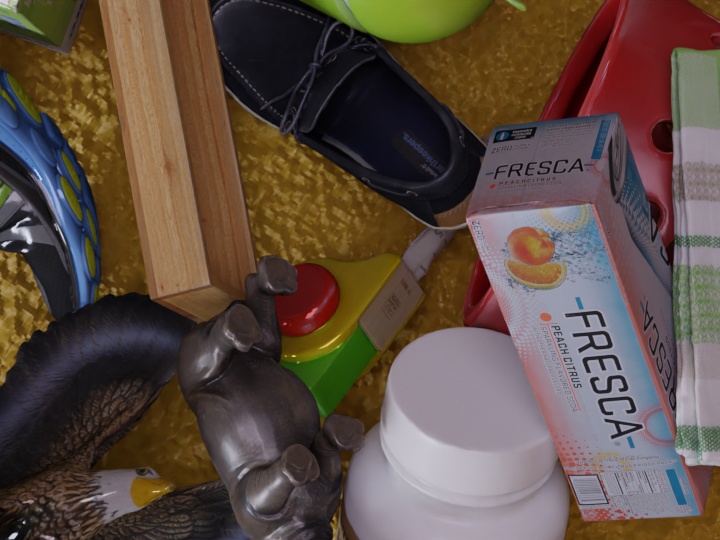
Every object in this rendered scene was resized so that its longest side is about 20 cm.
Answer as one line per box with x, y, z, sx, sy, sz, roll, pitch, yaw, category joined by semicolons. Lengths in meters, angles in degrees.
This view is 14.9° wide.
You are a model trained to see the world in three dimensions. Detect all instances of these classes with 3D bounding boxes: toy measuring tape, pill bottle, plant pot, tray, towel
0.000;0.000;1.479;0.073;0.074;0.200;37;73;2;toy measuring tape
0.045;0.131;1.393;0.114;0.115;0.201;10;131;1;pill bottle
0.171;-0.023;1.403;0.182;0.200;0.201;26;89;-1;plant pot
-0.095;-0.077;1.422;0.037;0.099;0.201;-15;77;12;tray
0.214;-0.003;1.303;0.149;0.031;0.201;4;76;-18;towel

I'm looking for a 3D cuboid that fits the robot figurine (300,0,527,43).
0.000;-0.189;1.428;0.200;0.175;0.116;31;84;38;robot figurine

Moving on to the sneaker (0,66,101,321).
-0.199;-0.050;1.449;0.082;0.071;0.200;-26;122;13;sneaker

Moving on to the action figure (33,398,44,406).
-0.174;0.168;1.474;0.199;0.104;0.194;-18;95;-29;action figure

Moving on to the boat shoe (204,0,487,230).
-0.011;-0.094;1.456;0.200;0.062;0.075;39;89;23;boat shoe

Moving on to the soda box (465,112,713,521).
0.112;0.025;1.284;0.063;0.069;0.200;-5;130;22;soda box

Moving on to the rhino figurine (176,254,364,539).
-0.036;0.100;1.350;0.060;0.087;0.201;-11;71;-31;rhino figurine

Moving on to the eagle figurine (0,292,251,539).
-0.141;0.113;1.396;0.150;0.200;0.152;21;114;22;eagle figurine

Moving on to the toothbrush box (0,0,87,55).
-0.215;-0.182;1.412;0.145;0.200;0.086;20;88;2;toothbrush box
